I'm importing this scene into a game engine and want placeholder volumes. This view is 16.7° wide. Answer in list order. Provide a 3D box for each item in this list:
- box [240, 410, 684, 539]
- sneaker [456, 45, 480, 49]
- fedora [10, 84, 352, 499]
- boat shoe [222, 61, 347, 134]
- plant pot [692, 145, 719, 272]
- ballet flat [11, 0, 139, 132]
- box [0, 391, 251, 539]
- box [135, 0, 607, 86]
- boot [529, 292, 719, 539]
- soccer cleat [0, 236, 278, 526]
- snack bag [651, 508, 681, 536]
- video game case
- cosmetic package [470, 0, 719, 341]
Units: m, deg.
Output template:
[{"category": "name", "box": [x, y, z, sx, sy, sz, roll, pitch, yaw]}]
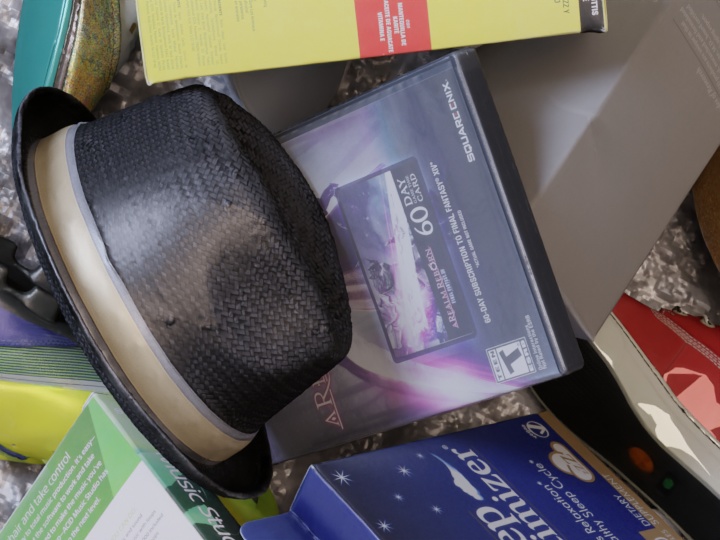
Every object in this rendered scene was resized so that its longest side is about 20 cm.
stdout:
[{"category": "box", "box": [0.055, 0.122, 1.068, 0.199, 0.033, 0.121, -10, 44, -46]}, {"category": "sneaker", "box": [0.007, -0.191, 1.153, 0.081, 0.075, 0.200, -33, 74, -27]}, {"category": "fedora", "box": [-0.065, -0.006, 1.056, 0.091, 0.201, 0.201, -30, 92, 13]}, {"category": "boat shoe", "box": [-0.060, -0.156, 1.134, 0.073, 0.068, 0.200, -34, 129, -20]}, {"category": "plant pot", "box": [0.281, -0.067, 1.127, 0.185, 0.200, 0.188, 8, 66, -19]}, {"category": "ballet flat", "box": [-0.124, -0.147, 1.142, 0.070, 0.071, 0.202, 2, 84, -12]}, {"category": "box", "box": [-0.091, 0.171, 1.045, 0.200, 0.036, 0.145, 48, 111, 32]}, {"category": "box", "box": [0.003, -0.119, 1.064, 0.198, 0.075, 0.051, -6, 103, -2]}, {"category": "boot", "box": [0.168, 0.035, 1.191, 0.200, 0.072, 0.144, 45, 61, 5]}, {"category": "soccer cleat", "box": [-0.126, 0.068, 1.129, 0.200, 0.065, 0.084, 39, 104, -9]}, {"category": "snack bag", "box": [0.078, 0.205, 1.133, 0.199, 0.021, 0.190, 3, 85, -35]}, {"category": "video game case", "box": [0.000, 0.000, 1.095, 0.019, 0.199, 0.144, -18, 88, -47]}, {"category": "cosmetic package", "box": [0.103, -0.074, 1.134, 0.201, 0.106, 0.090, -56, 130, -18]}]
